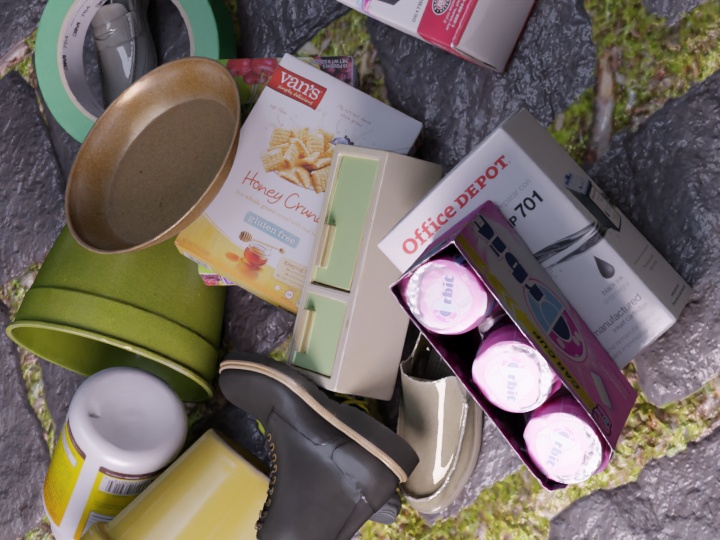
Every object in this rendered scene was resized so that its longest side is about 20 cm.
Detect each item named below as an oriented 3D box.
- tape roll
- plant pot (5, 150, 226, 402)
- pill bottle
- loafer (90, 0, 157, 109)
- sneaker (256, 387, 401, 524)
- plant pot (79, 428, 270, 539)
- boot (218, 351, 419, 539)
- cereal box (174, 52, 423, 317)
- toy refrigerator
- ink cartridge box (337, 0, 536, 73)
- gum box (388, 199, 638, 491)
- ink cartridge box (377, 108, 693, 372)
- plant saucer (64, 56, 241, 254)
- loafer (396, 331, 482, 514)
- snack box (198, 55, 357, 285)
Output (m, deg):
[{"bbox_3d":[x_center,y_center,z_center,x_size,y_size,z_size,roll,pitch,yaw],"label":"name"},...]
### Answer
[{"bbox_3d":[-0.221,-0.212,1.869,0.199,0.048,0.202,0,91,18],"label":"tape roll"},{"bbox_3d":[-0.204,-0.003,1.777,0.199,0.200,0.194,4,70,40],"label":"plant pot"},{"bbox_3d":[-0.231,0.184,1.757,0.110,0.108,0.200,66,149,29],"label":"pill bottle"},{"bbox_3d":[-0.249,-0.247,1.937,0.070,0.070,0.202,-17,69,36],"label":"loafer"},{"bbox_3d":[-0.022,0.143,1.636,0.200,0.074,0.085,40,104,48],"label":"sneaker"},{"bbox_3d":[-0.133,0.251,1.654,0.200,0.201,0.189,35,86,40],"label":"plant pot"},{"bbox_3d":[-0.069,0.159,1.562,0.199,0.078,0.139,25,69,35],"label":"boot"},{"bbox_3d":[-0.052,-0.072,1.665,0.143,0.040,0.201,27,80,9],"label":"cereal box"},{"bbox_3d":[0.000,0.000,1.591,0.076,0.070,0.202,14,92,52],"label":"toy refrigerator"},{"bbox_3d":[0.064,-0.278,1.671,0.199,0.085,0.149,28,98,39],"label":"ink cartridge box"},{"bbox_3d":[0.118,0.058,1.400,0.066,0.114,0.200,-37,93,24],"label":"gum box"},{"bbox_3d":[0.135,-0.002,1.486,0.200,0.086,0.146,46,114,0],"label":"ink cartridge box"},{"bbox_3d":[-0.174,-0.094,1.676,0.199,0.035,0.201,-23,48,27],"label":"plant saucer"},{"bbox_3d":[0.063,0.102,1.587,0.075,0.068,0.202,14,93,41],"label":"loafer"},{"bbox_3d":[-0.072,-0.090,1.719,0.141,0.053,0.202,-1,77,5],"label":"snack box"}]
